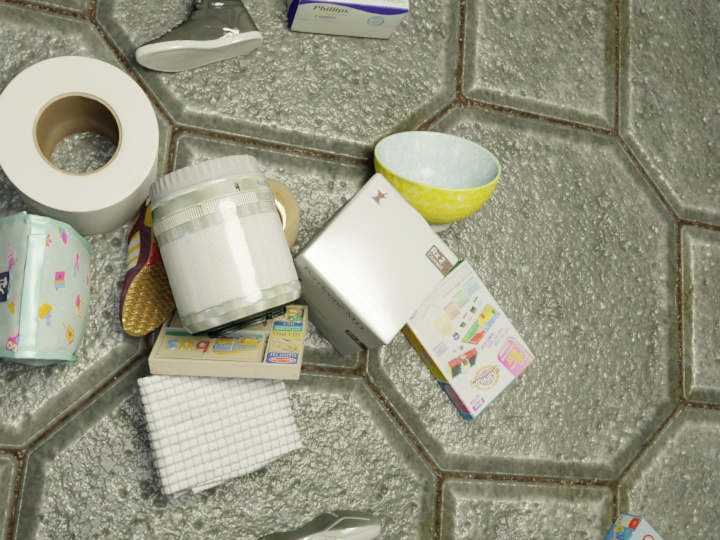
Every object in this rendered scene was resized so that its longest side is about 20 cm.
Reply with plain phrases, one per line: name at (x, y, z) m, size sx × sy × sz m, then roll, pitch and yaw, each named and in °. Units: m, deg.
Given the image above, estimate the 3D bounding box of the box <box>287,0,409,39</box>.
box at (-0.027, -0.493, 1.124) m, size 0.180 × 0.105 × 0.205 m, roll -1°, pitch 81°, yaw -18°

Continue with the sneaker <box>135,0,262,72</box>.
sneaker at (-0.253, -0.367, 1.053) m, size 0.197 × 0.071 × 0.101 m, roll -21°, pitch 86°, yaw -26°

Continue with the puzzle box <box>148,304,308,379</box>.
puzzle box at (-0.173, 0.091, 0.949) m, size 0.195 × 0.134 × 0.026 m, roll 2°, pitch 124°, yaw 0°

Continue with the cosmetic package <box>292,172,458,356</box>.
cosmetic package at (0.000, 0.000, 1.000) m, size 0.165 × 0.200 × 0.165 m, roll 45°, pitch 70°, yaw -5°

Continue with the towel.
towel at (-0.197, 0.202, 0.969) m, size 0.197 × 0.085 × 0.169 m, roll -16°, pitch 88°, yaw -21°

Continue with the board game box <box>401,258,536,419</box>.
board game box at (0.167, 0.109, 1.121) m, size 0.152 × 0.040 × 0.202 m, roll -37°, pitch 93°, yaw -20°

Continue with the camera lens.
camera lens at (-0.172, -0.026, 0.894) m, size 0.157 × 0.160 × 0.204 m, roll -18°, pitch 90°, yaw -19°

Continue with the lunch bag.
lunch bag at (-0.402, 0.030, 0.868) m, size 0.119 × 0.200 × 0.174 m, roll 5°, pitch 80°, yaw -17°

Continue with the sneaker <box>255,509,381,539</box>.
sneaker at (-0.061, 0.400, 0.992) m, size 0.196 × 0.070 × 0.082 m, roll -14°, pitch 94°, yaw -13°

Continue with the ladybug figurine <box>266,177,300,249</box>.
ladybug figurine at (-0.175, -0.047, 1.020) m, size 0.200 × 0.072 × 0.136 m, roll -44°, pitch 97°, yaw -18°

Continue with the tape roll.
tape roll at (-0.373, -0.162, 0.941) m, size 0.198 × 0.139 × 0.207 m, roll 3°, pitch 80°, yaw -16°

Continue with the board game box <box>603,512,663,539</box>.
board game box at (0.451, 0.540, 1.133) m, size 0.200 × 0.056 × 0.196 m, roll 46°, pitch 71°, yaw -6°

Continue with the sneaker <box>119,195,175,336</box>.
sneaker at (-0.291, -0.010, 0.976) m, size 0.074 × 0.089 × 0.204 m, roll 21°, pitch 83°, yaw -35°

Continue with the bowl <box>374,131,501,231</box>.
bowl at (0.112, -0.127, 1.095) m, size 0.196 × 0.201 × 0.109 m, roll -5°, pitch 125°, yaw -18°
